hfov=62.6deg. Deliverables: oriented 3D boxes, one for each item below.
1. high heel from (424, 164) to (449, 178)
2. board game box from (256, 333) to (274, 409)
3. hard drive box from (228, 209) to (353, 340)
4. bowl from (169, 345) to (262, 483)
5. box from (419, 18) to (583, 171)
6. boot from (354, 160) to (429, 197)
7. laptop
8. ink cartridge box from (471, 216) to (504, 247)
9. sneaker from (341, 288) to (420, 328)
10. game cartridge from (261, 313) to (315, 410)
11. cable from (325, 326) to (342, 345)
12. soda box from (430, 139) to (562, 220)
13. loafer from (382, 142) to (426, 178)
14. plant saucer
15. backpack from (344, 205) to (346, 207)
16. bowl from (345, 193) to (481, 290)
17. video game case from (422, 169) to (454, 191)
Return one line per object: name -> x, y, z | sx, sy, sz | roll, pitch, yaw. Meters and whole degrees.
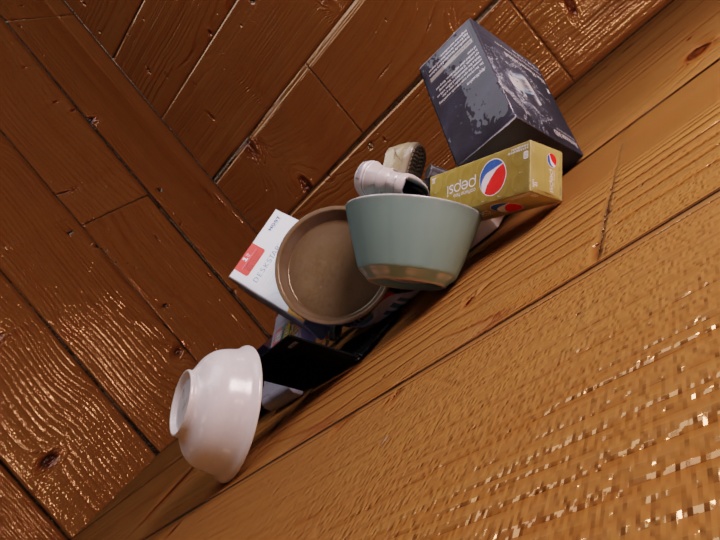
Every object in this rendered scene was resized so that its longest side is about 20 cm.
high heel -> 0.174, -0.114, 1.258 | 0.072, 0.140, 0.202 | -101, 30, -59
board game box -> -0.181, 0.200, 1.222 | 0.200, 0.056, 0.166 | -44, -16, -46
hard drive box -> -0.110, 0.004, 1.046 | 0.157, 0.198, 0.077 | -57, -35, -11
bowl -> -0.225, 0.203, 0.879 | 0.201, 0.089, 0.204 | -38, 43, 47
box -> 0.219, -0.247, 0.924 | 0.195, 0.203, 0.117 | 11, -36, -42
boot -> 0.071, -0.100, 0.934 | 0.200, 0.095, 0.074 | 33, -99, -57
laptop -> -0.061, 0.114, 0.941 | 0.177, 0.104, 0.200 | -37, 5, 47
ink cartridge box -> 0.158, -0.074, 1.033 | 0.200, 0.085, 0.145 | -41, 2, 35
sneaker -> 0.050, 0.034, 1.003 | 0.198, 0.071, 0.093 | -33, -16, 3
game cartridge -> -0.126, 0.142, 1.085 | 0.133, 0.040, 0.203 | -34, 40, 44
cable -> -0.063, 0.068, 1.247 | 0.049, 0.203, 0.098 | 2, 31, 8
soda box -> 0.182, -0.114, 0.826 | 0.063, 0.069, 0.199 | 9, -11, -31
loafer -> 0.055, -0.129, 1.040 | 0.075, 0.068, 0.203 | 23, -91, -51
plant saucer -> -0.041, -0.007, 0.954 | 0.200, 0.200, 0.030 | -41, -20, -7
backpack -> 0.000, 0.000, 1.146 | 0.201, 0.176, 0.153 | -52, 35, -7
bowl -> 0.070, -0.032, 0.844 | 0.201, 0.197, 0.107 | 150, 127, -75
video game case -> 0.178, -0.136, 1.139 | 0.178, 0.026, 0.201 | -19, -21, -16
